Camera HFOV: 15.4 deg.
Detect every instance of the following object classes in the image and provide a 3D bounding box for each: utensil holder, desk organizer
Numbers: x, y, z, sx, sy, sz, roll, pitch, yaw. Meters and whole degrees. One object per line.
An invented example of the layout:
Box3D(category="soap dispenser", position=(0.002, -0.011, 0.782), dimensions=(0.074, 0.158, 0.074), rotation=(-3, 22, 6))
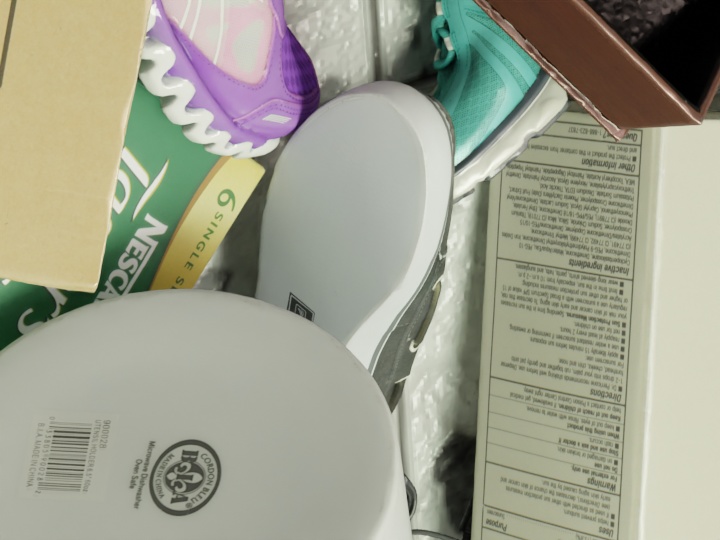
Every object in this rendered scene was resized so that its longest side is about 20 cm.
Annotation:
Box3D(category="utensil holder", position=(-0.057, 0.130, 0.926), dimensions=(0.170, 0.170, 0.200), rotation=(-32, 143, -23))
Box3D(category="desk organizer", position=(0.059, -0.139, 0.948), dimensions=(0.200, 0.077, 0.072), rotation=(43, 80, -14))

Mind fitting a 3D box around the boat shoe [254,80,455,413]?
Box3D(category="boat shoe", position=(0.000, 0.000, 0.992), dimensions=(0.057, 0.069, 0.200), rotation=(-29, 154, -37))

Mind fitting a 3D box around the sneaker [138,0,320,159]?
Box3D(category="sneaker", position=(-0.052, -0.117, 0.896), dimensions=(0.088, 0.081, 0.200), rotation=(-26, 137, 10))

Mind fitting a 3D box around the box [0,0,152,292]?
Box3D(category="box", position=(-0.163, -0.087, 0.815), dimensions=(0.199, 0.021, 0.164), rotation=(10, 99, -9))

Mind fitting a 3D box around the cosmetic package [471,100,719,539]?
Box3D(category="cosmetic package", position=(0.110, 0.034, 1.072), dimensions=(0.087, 0.103, 0.201), rotation=(-2, 99, -40))

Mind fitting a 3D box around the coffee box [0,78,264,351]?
Box3D(category="coffee box", position=(-0.135, -0.035, 0.914), dimensions=(0.200, 0.044, 0.123), rotation=(36, 85, -41))

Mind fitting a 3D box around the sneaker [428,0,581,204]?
Box3D(category="sneaker", position=(0.053, -0.114, 1.024), dimensions=(0.079, 0.077, 0.201), rotation=(31, 82, -24))

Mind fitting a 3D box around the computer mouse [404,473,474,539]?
Box3D(category="computer mouse", position=(0.034, 0.112, 1.107), dimensions=(0.200, 0.034, 0.059), rotation=(17, 88, -44))
